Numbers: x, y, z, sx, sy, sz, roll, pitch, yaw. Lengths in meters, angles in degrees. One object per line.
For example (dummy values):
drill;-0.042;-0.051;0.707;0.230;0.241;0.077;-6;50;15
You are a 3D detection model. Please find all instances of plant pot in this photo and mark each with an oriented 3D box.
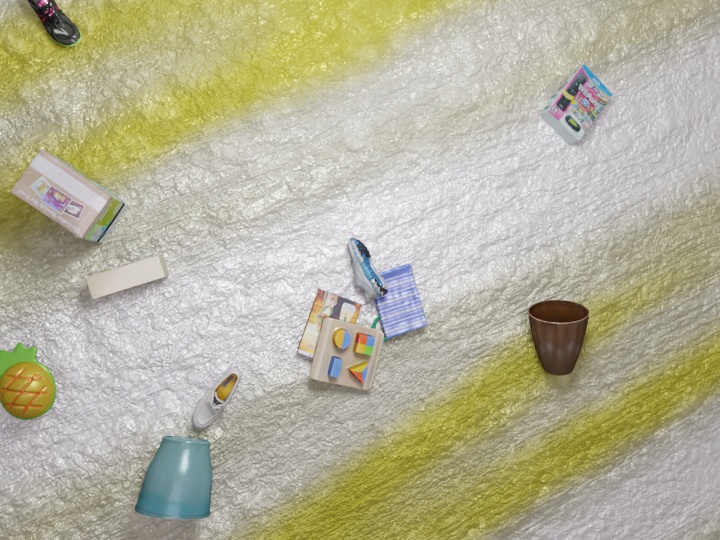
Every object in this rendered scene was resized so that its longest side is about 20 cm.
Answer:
plant pot;0.632;0.223;1.693;0.183;0.187;0.205;-10;108;-11
plant pot;-0.497;0.560;1.454;0.195;0.200;0.192;10;74;-11

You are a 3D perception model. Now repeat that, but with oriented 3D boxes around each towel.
towel;0.119;0.093;1.638;0.142;0.024;0.204;-16;86;-10

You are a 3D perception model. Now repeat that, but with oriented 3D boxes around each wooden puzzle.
wooden puzzle;-0.036;0.254;1.583;0.196;0.046;0.189;15;89;-18

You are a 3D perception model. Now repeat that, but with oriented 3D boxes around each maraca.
maraca;-0.896;0.296;1.409;0.135;0.107;0.204;-22;92;-20

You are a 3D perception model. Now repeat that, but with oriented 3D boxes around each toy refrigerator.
toy refrigerator;-0.644;0.014;1.470;0.196;0.076;0.071;-19;95;-10

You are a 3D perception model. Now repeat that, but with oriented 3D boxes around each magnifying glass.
magnifying glass;0.034;0.209;1.639;0.199;0.022;0.080;-38;98;-10

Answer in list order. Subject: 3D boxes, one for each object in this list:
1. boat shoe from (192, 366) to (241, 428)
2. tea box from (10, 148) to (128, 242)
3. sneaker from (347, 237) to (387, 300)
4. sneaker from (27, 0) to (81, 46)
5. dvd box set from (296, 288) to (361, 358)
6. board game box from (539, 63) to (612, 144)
boat shoe;-0.414;0.370;1.525;0.071;0.070;0.201;40;83;-9
tea box;-0.748;-0.187;1.383;0.198;0.197;0.135;35;85;-10
sneaker;0.000;0.000;1.605;0.086;0.074;0.203;-31;80;31
sneaker;-0.833;-0.688;1.413;0.077;0.084;0.201;-42;98;-7
dvd box set;-0.095;0.174;1.606;0.144;0.029;0.204;21;87;-11
board game box;0.707;-0.545;1.737;0.147;0.064;0.201;39;83;-10
